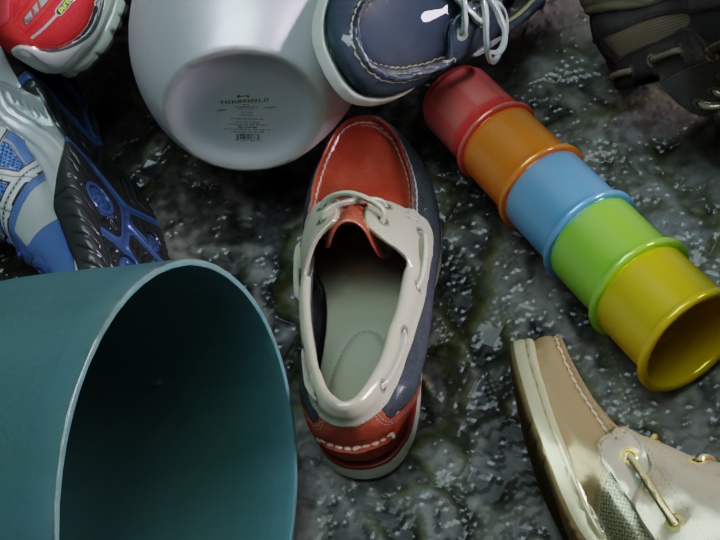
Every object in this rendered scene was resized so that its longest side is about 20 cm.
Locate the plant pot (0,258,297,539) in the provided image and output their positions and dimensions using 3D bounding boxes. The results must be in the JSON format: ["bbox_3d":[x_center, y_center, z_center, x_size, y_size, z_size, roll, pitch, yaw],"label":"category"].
[{"bbox_3d":[-0.142,0.095,0.900,0.161,0.201,0.201,0,56,25],"label":"plant pot"}]

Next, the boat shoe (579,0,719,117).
[{"bbox_3d":[0.174,-0.114,0.994,0.074,0.073,0.200,-16,11,-18],"label":"boat shoe"}]

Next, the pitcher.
[{"bbox_3d":[-0.030,-0.149,1.085,0.171,0.121,0.200,-4,44,6],"label":"pitcher"}]

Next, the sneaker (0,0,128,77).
[{"bbox_3d":[-0.157,-0.199,1.068,0.077,0.085,0.200,-20,61,44],"label":"sneaker"}]

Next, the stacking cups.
[{"bbox_3d":[0.096,-0.024,1.010,0.060,0.061,0.200,-35,52,-12],"label":"stacking cups"}]

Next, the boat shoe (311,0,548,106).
[{"bbox_3d":[0.049,-0.136,1.041,0.062,0.075,0.200,-13,12,38],"label":"boat shoe"}]

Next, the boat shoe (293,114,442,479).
[{"bbox_3d":[0.000,0.000,1.007,0.071,0.063,0.200,-5,54,11],"label":"boat shoe"}]

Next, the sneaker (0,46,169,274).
[{"bbox_3d":[-0.159,-0.033,1.068,0.077,0.076,0.200,-38,54,14],"label":"sneaker"}]

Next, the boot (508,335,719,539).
[{"bbox_3d":[0.162,0.090,0.900,0.155,0.073,0.200,-25,59,-1],"label":"boot"}]
